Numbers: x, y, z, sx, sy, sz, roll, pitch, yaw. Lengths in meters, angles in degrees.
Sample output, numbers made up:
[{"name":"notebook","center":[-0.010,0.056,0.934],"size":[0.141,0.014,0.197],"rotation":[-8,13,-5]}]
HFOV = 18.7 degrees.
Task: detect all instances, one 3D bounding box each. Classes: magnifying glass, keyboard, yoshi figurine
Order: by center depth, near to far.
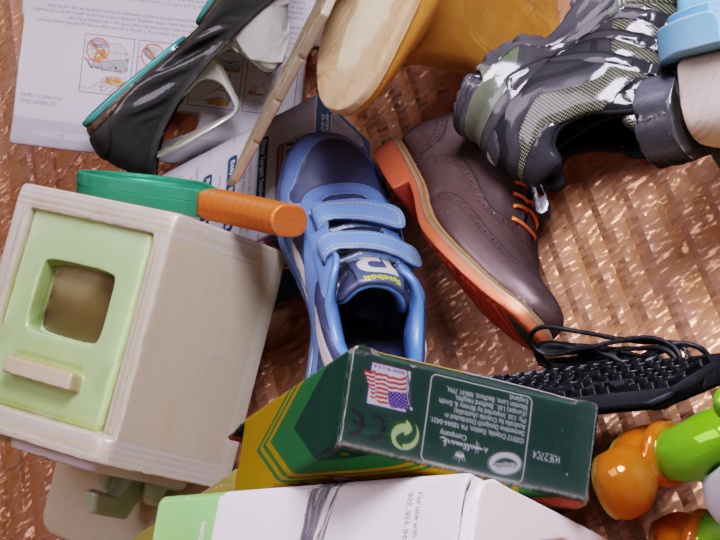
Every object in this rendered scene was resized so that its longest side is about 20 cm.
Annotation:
[{"name":"yoshi figurine","center":[0.204,0.098,0.967],"size":[0.199,0.112,0.113],"rotation":[-20,63,30]},{"name":"keyboard","center":[0.095,0.050,1.108],"size":[0.199,0.104,0.040],"rotation":[-8,95,40]},{"name":"magnifying glass","center":[-0.099,-0.040,1.287],"size":[0.200,0.079,0.023],"rotation":[10,96,52]}]

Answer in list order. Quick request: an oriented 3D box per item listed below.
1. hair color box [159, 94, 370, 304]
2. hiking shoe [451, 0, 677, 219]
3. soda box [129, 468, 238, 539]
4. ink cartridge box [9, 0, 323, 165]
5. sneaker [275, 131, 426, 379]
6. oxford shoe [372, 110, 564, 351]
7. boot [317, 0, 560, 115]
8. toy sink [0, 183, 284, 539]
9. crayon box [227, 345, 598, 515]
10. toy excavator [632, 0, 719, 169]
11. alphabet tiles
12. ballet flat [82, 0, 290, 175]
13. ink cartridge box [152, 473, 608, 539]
[{"name":"hair color box","center":[-0.089,-0.020,1.375],"size":[0.199,0.060,0.100],"rotation":[-25,45,29]},{"name":"hiking shoe","center":[0.153,-0.112,1.216],"size":[0.200,0.076,0.101],"rotation":[-38,70,-3]},{"name":"soda box","center":[-0.119,0.197,1.230],"size":[0.200,0.064,0.068],"rotation":[-34,42,20]},{"name":"ink cartridge box","center":[-0.124,-0.160,1.438],"size":[0.199,0.045,0.177],"rotation":[8,96,9]},{"name":"sneaker","center":[0.000,0.000,1.228],"size":[0.082,0.073,0.201],"rotation":[114,149,-56]},{"name":"oxford shoe","center":[0.072,-0.030,1.221],"size":[0.072,0.071,0.200],"rotation":[-36,43,3]},{"name":"boot","center":[0.057,-0.132,1.253],"size":[0.071,0.144,0.202],"rotation":[-12,46,40]},{"name":"toy sink","center":[-0.148,0.064,1.270],"size":[0.130,0.112,0.201],"rotation":[12,86,38]},{"name":"crayon box","center":[0.017,0.096,1.075],"size":[0.200,0.126,0.051],"rotation":[142,139,-65]},{"name":"toy excavator","center":[0.225,-0.154,1.129],"size":[0.100,0.194,0.201],"rotation":[-8,83,41]},{"name":"alphabet tiles","center":[-0.027,-0.145,1.277],"size":[0.200,0.006,0.167],"rotation":[-59,7,40]},{"name":"ballet flat","center":[-0.090,-0.137,1.382],"size":[0.200,0.068,0.068],"rotation":[-46,6,15]},{"name":"ink cartridge box","center":[0.014,0.162,1.054],"size":[0.199,0.145,0.085],"rotation":[-9,63,40]}]
